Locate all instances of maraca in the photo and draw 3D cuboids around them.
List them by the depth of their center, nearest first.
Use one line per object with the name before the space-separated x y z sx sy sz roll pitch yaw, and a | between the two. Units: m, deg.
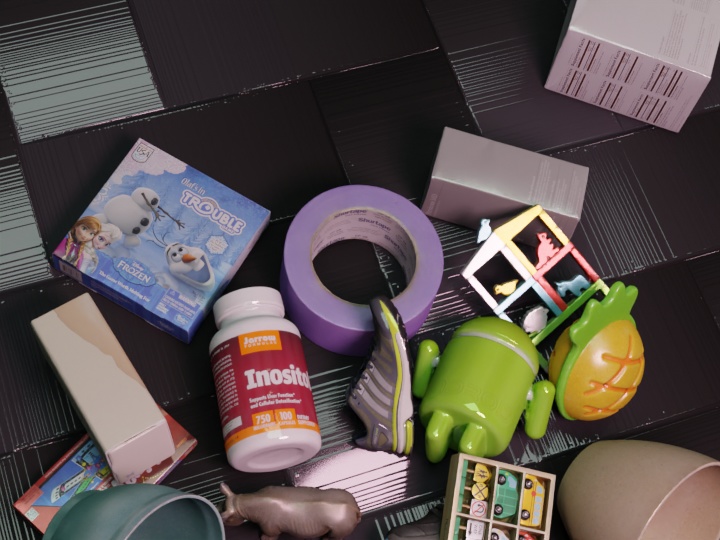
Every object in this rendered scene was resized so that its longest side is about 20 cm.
maraca | 0.285 0.100 1.651 0.137 0.201 0.107 -33 50 -30

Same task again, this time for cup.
cup | 0.312 0.276 1.587 0.200 0.201 0.143 -39 46 -22

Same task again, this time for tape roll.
tape roll | 0.000 0.000 1.720 0.198 0.085 0.201 3 65 -7

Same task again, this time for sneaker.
sneaker | 0.115 0.290 1.609 0.199 0.073 0.082 -7 62 -22
sneaker | 0.020 0.128 1.626 0.080 0.074 0.201 -5 104 2

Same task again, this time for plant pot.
plant pot | -0.262 0.315 1.491 0.134 0.201 0.201 19 60 32

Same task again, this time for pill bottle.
pill bottle | -0.118 0.127 1.628 0.112 0.113 0.201 -8 66 -11

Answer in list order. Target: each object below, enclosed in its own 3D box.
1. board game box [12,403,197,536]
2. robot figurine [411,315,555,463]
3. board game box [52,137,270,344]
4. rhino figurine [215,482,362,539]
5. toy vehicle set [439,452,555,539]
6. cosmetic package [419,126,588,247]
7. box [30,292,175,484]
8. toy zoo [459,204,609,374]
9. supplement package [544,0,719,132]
board game box | -0.295 0.237 1.605 0.103 0.019 0.200 40 66 11
robot figurine | 0.143 0.141 1.649 0.174 0.116 0.201 17 58 18
board game box | -0.248 -0.040 1.730 0.199 0.043 0.200 29 63 7
rhino figurine | -0.094 0.276 1.573 0.198 0.088 0.060 4 63 -5
toy vehicle set | 0.149 0.317 1.551 0.123 0.027 0.201 14 73 -17
cosmetic package | 0.184 -0.103 1.782 0.199 0.107 0.091 13 64 1
box | -0.298 0.136 1.594 0.077 0.095 0.200 -28 63 -16
toy zoo | 0.216 0.012 1.716 0.131 0.020 0.200 -41 96 -1
supplement package | 0.382 -0.330 1.892 0.199 0.147 0.192 19 64 2
